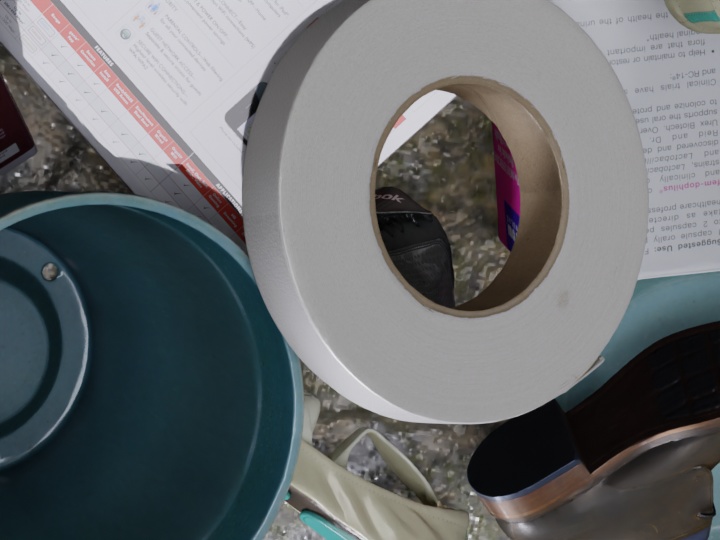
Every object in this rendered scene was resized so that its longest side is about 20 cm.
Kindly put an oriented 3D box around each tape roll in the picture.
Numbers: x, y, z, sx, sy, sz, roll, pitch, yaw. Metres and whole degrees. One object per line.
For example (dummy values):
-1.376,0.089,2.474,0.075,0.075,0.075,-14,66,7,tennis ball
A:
0.041,-0.031,1.179,0.202,0.037,0.204,0,89,-32,tape roll

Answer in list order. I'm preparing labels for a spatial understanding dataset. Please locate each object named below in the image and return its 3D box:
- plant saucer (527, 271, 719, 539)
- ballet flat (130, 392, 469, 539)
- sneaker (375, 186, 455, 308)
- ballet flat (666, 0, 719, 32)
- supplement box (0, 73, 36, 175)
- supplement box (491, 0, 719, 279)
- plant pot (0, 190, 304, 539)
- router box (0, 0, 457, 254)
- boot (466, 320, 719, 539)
0.181,0.075,1.369,0.199,0.036,0.201,-2,115,-5,plant saucer
-0.025,0.099,1.341,0.200,0.069,0.070,34,96,-19,ballet flat
0.000,0.000,1.265,0.066,0.200,0.091,-1,78,20,sneaker
0.204,-0.168,1.214,0.200,0.069,0.070,-41,113,-38,ballet flat
-0.220,-0.083,1.177,0.109,0.200,0.061,-31,73,-7,supplement box
0.120,-0.102,1.288,0.103,0.101,0.201,-8,106,-8,supplement box
-0.153,0.052,1.217,0.199,0.188,0.201,-4,101,-24,plant pot
-0.062,-0.119,1.257,0.179,0.049,0.200,-41,96,2,router box
0.162,0.093,1.325,0.199,0.075,0.097,-22,127,12,boot
